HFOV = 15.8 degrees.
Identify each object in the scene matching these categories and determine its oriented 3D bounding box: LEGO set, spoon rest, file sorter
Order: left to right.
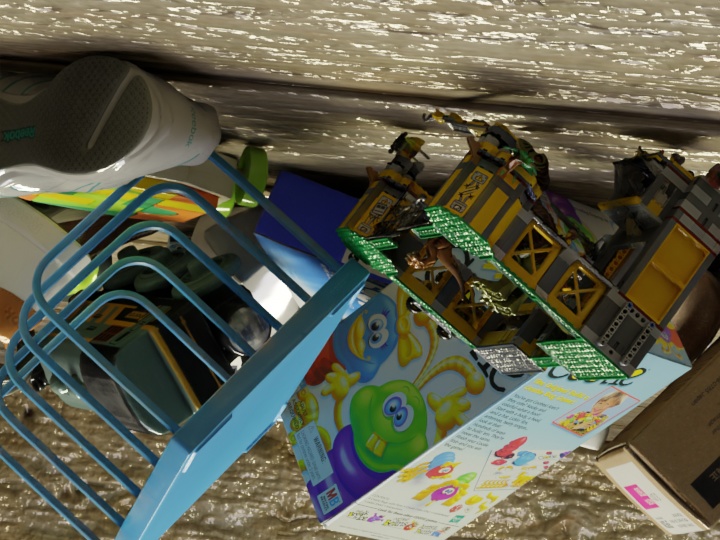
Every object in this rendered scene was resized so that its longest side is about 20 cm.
[{"bbox_3d":[-0.106,0.045,1.350,0.123,0.139,0.200,42,151,6],"label":"file sorter"},{"bbox_3d":[-0.069,-0.005,1.650,0.061,0.099,0.200,-36,176,-10],"label":"spoon rest"},{"bbox_3d":[0.089,-0.029,1.239,0.154,0.116,0.200,39,166,-5],"label":"LEGO set"}]

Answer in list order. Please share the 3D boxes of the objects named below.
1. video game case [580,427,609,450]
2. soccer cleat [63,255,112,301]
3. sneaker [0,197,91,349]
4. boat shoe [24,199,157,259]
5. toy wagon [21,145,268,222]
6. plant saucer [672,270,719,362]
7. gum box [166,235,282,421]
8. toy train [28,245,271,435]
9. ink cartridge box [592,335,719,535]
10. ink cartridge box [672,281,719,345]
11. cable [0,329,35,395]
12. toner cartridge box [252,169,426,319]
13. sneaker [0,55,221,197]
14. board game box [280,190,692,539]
[{"bbox_3d":[0.051,0.051,1.727,0.199,0.024,0.182,17,-163,-17],"label":"video game case"},{"bbox_3d":[-0.209,-0.014,1.837,0.081,0.068,0.200,-8,-177,-28],"label":"soccer cleat"},{"bbox_3d":[-0.247,-0.026,1.421,0.200,0.085,0.073,31,169,26],"label":"sneaker"},{"bbox_3d":[-0.207,-0.012,1.546,0.200,0.074,0.076,-12,-157,-39],"label":"boat shoe"},{"bbox_3d":[-0.143,-0.055,1.442,0.155,0.040,0.200,10,173,-15],"label":"toy wagon"},{"bbox_3d":[0.121,0.032,1.578,0.200,0.037,0.201,-11,149,-7],"label":"plant saucer"},{"bbox_3d":[-0.054,0.043,1.788,0.169,0.045,0.200,9,-158,-7],"label":"gum box"},{"bbox_3d":[-0.128,0.042,1.555,0.114,0.085,0.200,-34,-162,-23],"label":"toy train"},{"bbox_3d":[0.233,0.081,1.590,0.075,0.165,0.200,45,175,4],"label":"ink cartridge box"},{"bbox_3d":[0.134,0.015,1.696,0.199,0.042,0.119,7,174,6],"label":"ink cartridge box"},{"bbox_3d":[-0.223,0.007,1.616,0.097,0.200,0.050,1,138,-25],"label":"cable"},{"bbox_3d":[0.000,0.000,1.555,0.095,0.043,0.200,23,170,12],"label":"toner cartridge box"},{"bbox_3d":[-0.155,-0.063,1.268,0.200,0.071,0.080,2,174,38],"label":"sneaker"},{"bbox_3d":[0.064,0.056,1.445,0.200,0.103,0.105,-37,148,26],"label":"board game box"}]
